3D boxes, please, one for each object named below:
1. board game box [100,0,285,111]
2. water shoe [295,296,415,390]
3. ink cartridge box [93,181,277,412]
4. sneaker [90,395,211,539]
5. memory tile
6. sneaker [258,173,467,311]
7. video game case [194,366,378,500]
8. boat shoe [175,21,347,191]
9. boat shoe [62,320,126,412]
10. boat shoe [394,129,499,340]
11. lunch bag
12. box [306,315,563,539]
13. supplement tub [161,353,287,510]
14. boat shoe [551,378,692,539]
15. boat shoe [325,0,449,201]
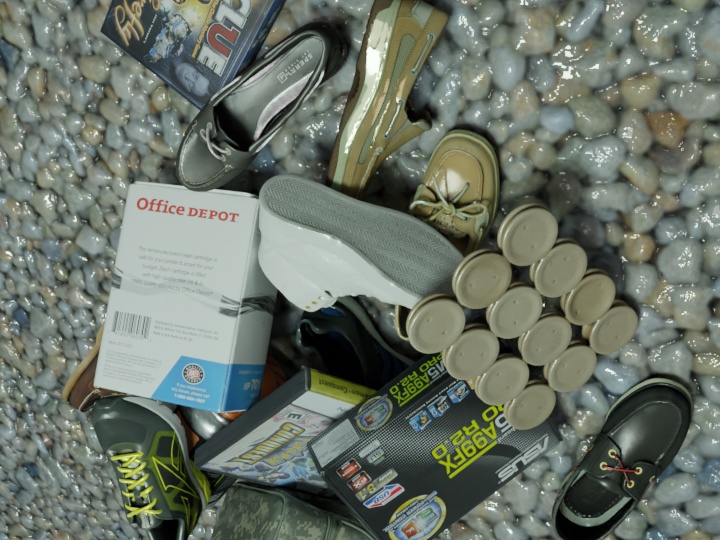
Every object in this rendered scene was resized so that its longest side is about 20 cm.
[{"bbox_3d":[-0.136,-0.252,0.736,0.135,0.035,0.200,38,126,0],"label":"board game box"},{"bbox_3d":[0.010,0.113,0.849,0.200,0.079,0.071,45,126,-6],"label":"water shoe"},{"bbox_3d":[-0.162,0.026,0.818,0.145,0.086,0.202,8,85,21],"label":"ink cartridge box"},{"bbox_3d":[-0.205,0.204,0.831,0.074,0.085,0.201,-12,129,16],"label":"sneaker"},{"bbox_3d":[0.140,0.044,0.703,0.153,0.017,0.200,-45,126,6],"label":"memory tile"},{"bbox_3d":[0.000,0.000,0.740,0.199,0.074,0.116,28,146,8],"label":"sneaker"},{"bbox_3d":[-0.037,0.171,0.832,0.180,0.026,0.200,22,136,-32],"label":"video game case"},{"bbox_3d":[-0.096,-0.142,0.731,0.200,0.057,0.067,-40,92,15],"label":"boat shoe"},{"bbox_3d":[-0.286,0.111,0.986,0.070,0.070,0.200,42,126,2],"label":"boat shoe"},{"bbox_3d":[0.074,-0.026,0.752,0.073,0.063,0.201,19,123,14],"label":"boat shoe"},{"bbox_3d":[-0.066,0.323,0.931,0.167,0.140,0.200,26,160,-22],"label":"lunch bag"},{"bbox_3d":[0.073,0.159,0.775,0.199,0.044,0.161,-35,125,-2],"label":"box"},{"bbox_3d":[-0.167,0.175,0.937,0.122,0.123,0.200,39,126,-1],"label":"supplement tub"},{"bbox_3d":[0.248,0.187,0.797,0.073,0.063,0.202,31,124,8],"label":"boat shoe"},{"bbox_3d":[0.024,-0.130,0.717,0.076,0.072,0.201,17,124,0],"label":"boat shoe"}]
